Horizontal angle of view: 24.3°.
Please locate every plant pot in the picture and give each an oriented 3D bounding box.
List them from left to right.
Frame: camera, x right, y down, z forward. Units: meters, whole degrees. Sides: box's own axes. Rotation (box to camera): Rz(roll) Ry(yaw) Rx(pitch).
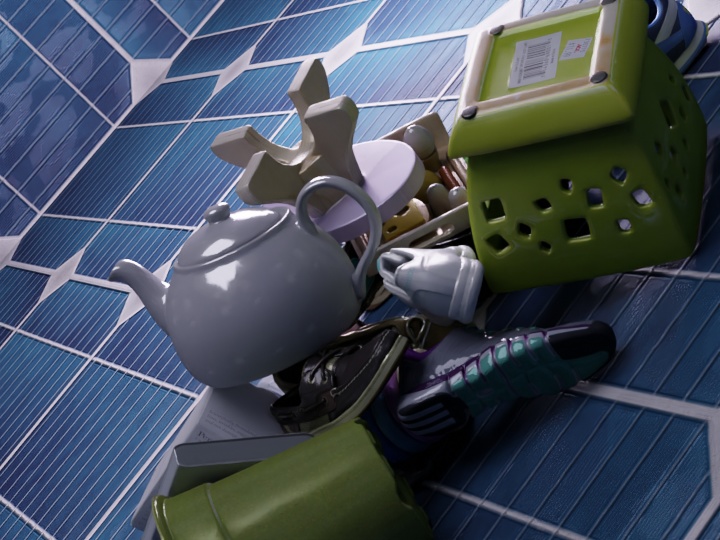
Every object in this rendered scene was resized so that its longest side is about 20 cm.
[{"bbox_3d":[-0.045,0.225,1.416,0.189,0.201,0.200,-33,21,1],"label":"plant pot"},{"bbox_3d":[0.188,-0.121,1.493,0.197,0.182,0.201,-11,38,24],"label":"plant pot"}]

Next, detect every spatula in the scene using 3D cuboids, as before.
[{"bbox_3d":[-0.008,0.227,1.535,0.199,0.021,0.057,-36,35,21],"label":"spatula"}]

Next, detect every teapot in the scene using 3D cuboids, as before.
[{"bbox_3d":[-0.099,0.004,1.544,0.199,0.147,0.197,-31,17,-26],"label":"teapot"}]

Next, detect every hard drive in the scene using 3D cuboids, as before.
[{"bbox_3d":[-0.126,0.218,1.533,0.201,0.131,0.026,114,146,-47],"label":"hard drive"}]

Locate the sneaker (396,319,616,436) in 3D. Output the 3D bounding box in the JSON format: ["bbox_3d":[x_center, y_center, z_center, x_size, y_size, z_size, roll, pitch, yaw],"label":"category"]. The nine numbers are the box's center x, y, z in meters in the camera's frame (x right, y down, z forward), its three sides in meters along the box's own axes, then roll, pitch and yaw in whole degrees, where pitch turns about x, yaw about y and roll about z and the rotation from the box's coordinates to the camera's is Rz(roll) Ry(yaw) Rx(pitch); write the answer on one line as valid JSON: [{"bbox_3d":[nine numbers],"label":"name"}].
[{"bbox_3d":[0.118,0.067,1.437,0.198,0.075,0.088,-21,47,12],"label":"sneaker"}]

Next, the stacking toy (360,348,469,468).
[{"bbox_3d":[0.007,0.159,1.561,0.200,0.085,0.086,-40,21,29],"label":"stacking toy"}]

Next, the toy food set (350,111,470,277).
[{"bbox_3d":[0.043,-0.081,1.667,0.142,0.061,0.200,-27,30,1],"label":"toy food set"}]

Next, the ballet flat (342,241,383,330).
[{"bbox_3d":[0.000,0.000,1.711,0.200,0.068,0.075,-51,4,-38],"label":"ballet flat"}]

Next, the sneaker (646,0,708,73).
[{"bbox_3d":[0.269,-0.198,1.695,0.201,0.082,0.074,-55,24,-17],"label":"sneaker"}]

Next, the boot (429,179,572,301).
[{"bbox_3d":[0.130,-0.055,1.700,0.210,0.080,0.159,-25,35,23],"label":"boot"}]

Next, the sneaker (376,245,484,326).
[{"bbox_3d":[0.055,0.005,1.496,0.200,0.088,0.076,154,130,-86],"label":"sneaker"}]

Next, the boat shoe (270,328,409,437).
[{"bbox_3d":[-0.025,0.104,1.485,0.200,0.065,0.073,-47,5,47],"label":"boat shoe"}]

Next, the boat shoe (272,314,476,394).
[{"bbox_3d":[0.016,0.083,1.581,0.198,0.074,0.063,-8,-4,3],"label":"boat shoe"}]

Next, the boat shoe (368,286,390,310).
[{"bbox_3d":[0.051,-0.049,1.868,0.200,0.064,0.071,-49,21,-7],"label":"boat shoe"}]

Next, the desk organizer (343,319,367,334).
[{"bbox_3d":[-0.011,0.095,1.718,0.077,0.072,0.200,-50,21,-4],"label":"desk organizer"}]

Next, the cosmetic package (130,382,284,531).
[{"bbox_3d":[-0.135,0.197,1.634,0.200,0.112,0.082,-57,8,46],"label":"cosmetic package"}]

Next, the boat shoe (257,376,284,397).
[{"bbox_3d":[-0.067,0.155,1.718,0.062,0.072,0.200,-53,23,-11],"label":"boat shoe"}]

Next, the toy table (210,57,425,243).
[{"bbox_3d":[-0.047,-0.107,1.643,0.199,0.117,0.185,-21,36,32],"label":"toy table"}]

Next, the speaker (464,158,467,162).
[{"bbox_3d":[0.102,-0.081,1.798,0.200,0.088,0.088,-46,20,0],"label":"speaker"}]
